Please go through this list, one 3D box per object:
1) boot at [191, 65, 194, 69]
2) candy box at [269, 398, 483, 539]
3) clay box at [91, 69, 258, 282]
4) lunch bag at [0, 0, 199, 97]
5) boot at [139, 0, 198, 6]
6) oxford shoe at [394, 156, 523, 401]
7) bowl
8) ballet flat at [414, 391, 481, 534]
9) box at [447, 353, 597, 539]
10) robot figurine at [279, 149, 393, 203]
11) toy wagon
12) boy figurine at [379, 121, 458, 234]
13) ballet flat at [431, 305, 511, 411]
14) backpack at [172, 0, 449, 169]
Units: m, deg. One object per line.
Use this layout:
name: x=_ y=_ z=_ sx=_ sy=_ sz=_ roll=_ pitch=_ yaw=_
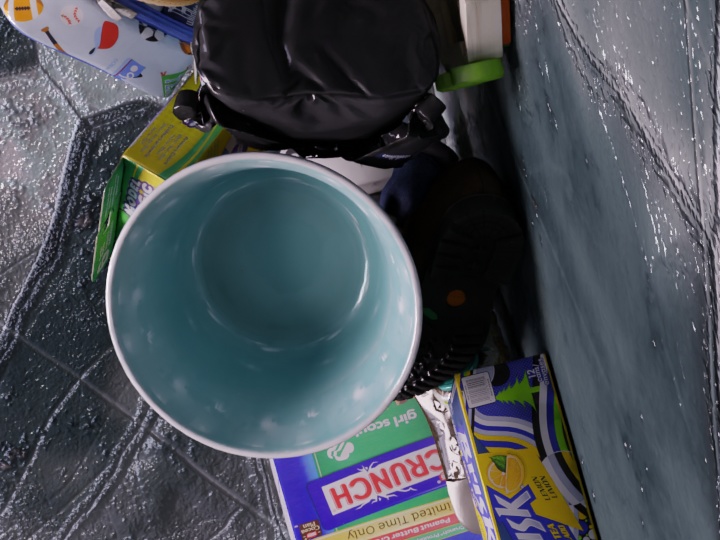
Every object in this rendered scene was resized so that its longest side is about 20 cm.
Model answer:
boot: x=-0.099 y=-0.222 z=1.649 sx=0.165 sy=0.065 sz=0.201 roll=38 pitch=154 yaw=41
candy box: x=0.014 y=0.154 z=1.855 sx=0.077 sy=0.168 sz=0.201 roll=78 pitch=175 yaw=-47
clay box: x=-0.110 y=-0.078 z=1.558 sx=0.200 sy=0.047 sz=0.115 roll=-55 pitch=-11 yaw=-35
lunch bag: x=-0.176 y=-0.210 z=1.516 sx=0.160 sy=0.076 sz=0.201 roll=27 pitch=-150 yaw=-35
boot: x=-0.064 y=-0.247 z=1.438 sx=0.073 sy=0.199 sz=0.166 roll=56 pitch=133 yaw=16
oxford shoe: x=0.051 y=0.008 z=1.530 sx=0.085 sy=0.072 sz=0.201 roll=-100 pitch=31 yaw=-45
bowl: x=-0.056 y=0.007 z=1.478 sx=0.105 sy=0.199 sz=0.202 roll=-75 pitch=-24 yaw=-70
ballet flat: x=0.077 y=0.098 z=1.720 sx=0.046 sy=0.067 sz=0.202 roll=-4 pitch=-104 yaw=-63
box: x=0.111 y=0.160 z=1.465 sx=0.070 sy=0.064 sz=0.202 roll=95 pitch=162 yaw=-70
robot figurine: x=-0.001 y=-0.024 z=1.831 sx=0.125 sy=0.149 sz=0.202 roll=-28 pitch=-70 yaw=-55
toy wagon: x=0.051 y=-0.190 z=1.421 sx=0.200 sy=0.039 sz=0.157 roll=-164 pitch=62 yaw=-84
boy figurine: x=0.000 y=0.000 z=1.605 sx=0.201 sy=0.064 sz=0.124 roll=-61 pitch=0 yaw=-12
ballet flat: x=0.065 y=0.028 z=1.635 sx=0.064 sy=0.075 sz=0.201 roll=37 pitch=-150 yaw=-41
backpack: x=-0.025 y=-0.133 z=1.439 sx=0.200 sy=0.165 sz=0.128 roll=98 pitch=178 yaw=-86
